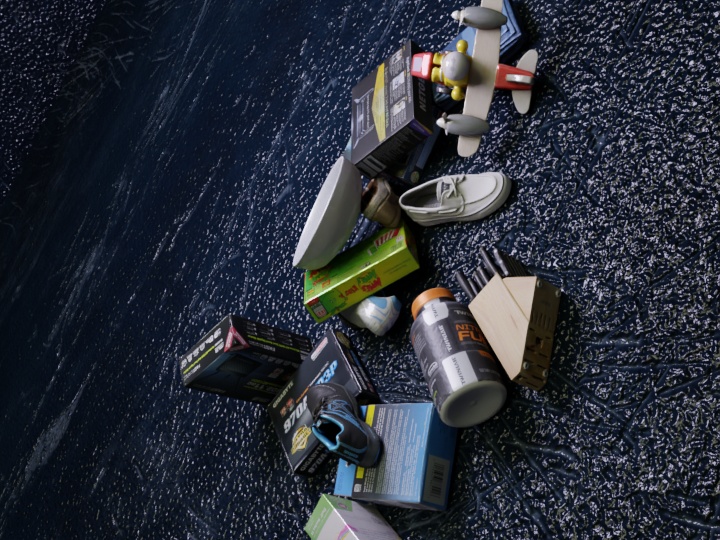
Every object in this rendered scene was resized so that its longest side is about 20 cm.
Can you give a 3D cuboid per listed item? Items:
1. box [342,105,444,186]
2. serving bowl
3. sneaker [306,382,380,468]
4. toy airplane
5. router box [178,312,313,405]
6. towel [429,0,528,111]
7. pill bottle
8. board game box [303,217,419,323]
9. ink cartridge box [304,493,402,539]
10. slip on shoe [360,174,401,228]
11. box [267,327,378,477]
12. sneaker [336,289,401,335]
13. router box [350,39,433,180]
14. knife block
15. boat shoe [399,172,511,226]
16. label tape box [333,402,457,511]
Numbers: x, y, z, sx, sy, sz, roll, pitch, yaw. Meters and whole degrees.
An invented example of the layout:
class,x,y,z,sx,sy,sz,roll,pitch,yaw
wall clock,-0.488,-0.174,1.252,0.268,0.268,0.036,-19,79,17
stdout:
class,x,y,z,sx,sy,sz,roll,pitch,yaw
box,0.058,-0.240,1.810,0.199,0.037,0.139,25,91,52
serving bowl,-0.045,-0.087,1.689,0.200,0.065,0.203,-156,89,-81
sneaker,-0.043,0.227,1.558,0.200,0.081,0.074,39,105,54
toy airplane,0.183,-0.313,1.590,0.198,0.140,0.202,-37,73,27
router box,-0.198,0.162,1.773,0.149,0.198,0.063,-39,50,30
towel,0.192,-0.372,1.712,0.199,0.048,0.113,-39,45,31
pill bottle,0.135,0.121,1.480,0.106,0.105,0.202,-44,44,25
board game box,0.000,0.000,1.675,0.198,0.048,0.102,-29,27,13
ink cartridge box,0.016,0.419,1.458,0.068,0.116,0.200,-60,38,8
slip on shoe,0.036,-0.118,1.731,0.077,0.060,0.200,-55,10,7
box,-0.068,0.225,1.713,0.201,0.046,0.160,-51,41,20
sneaker,0.002,0.059,1.711,0.072,0.072,0.199,-43,30,-17
router box,0.052,-0.280,1.745,0.156,0.052,0.203,-34,41,36
knife block,0.201,0.067,1.465,0.174,0.063,0.204,-5,68,49
boat shoe,0.148,-0.123,1.616,0.198,0.065,0.073,-7,65,43
label tape box,0.054,0.281,1.527,0.198,0.063,0.147,-10,64,50
